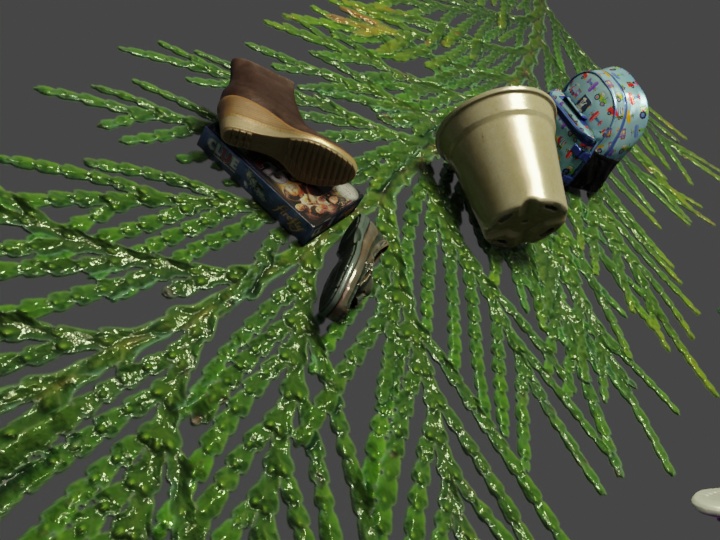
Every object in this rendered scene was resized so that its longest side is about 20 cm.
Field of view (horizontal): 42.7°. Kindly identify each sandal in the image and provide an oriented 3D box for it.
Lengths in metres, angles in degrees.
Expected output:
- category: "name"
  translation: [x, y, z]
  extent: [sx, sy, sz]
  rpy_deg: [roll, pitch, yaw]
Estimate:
- category: "sandal"
  translation: [0.519, 0.323, 1.243]
  extent: [0.201, 0.082, 0.051]
  rpy_deg: [3, 91, -39]

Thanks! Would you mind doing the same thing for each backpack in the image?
- category: "backpack"
  translation: [0.410, -0.268, 1.662]
  extent: [0.133, 0.201, 0.184]
  rpy_deg: [5, 47, -35]

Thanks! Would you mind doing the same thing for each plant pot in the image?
- category: "plant pot"
  translation: [0.230, -0.146, 1.418]
  extent: [0.198, 0.200, 0.186]
  rpy_deg: [7, 57, -33]

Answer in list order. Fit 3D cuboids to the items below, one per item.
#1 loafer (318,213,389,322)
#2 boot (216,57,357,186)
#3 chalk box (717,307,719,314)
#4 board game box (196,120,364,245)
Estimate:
- category: "loafer"
  translation: [0.000, 0.000, 1.159]
  extent: [0.063, 0.072, 0.201]
  rpy_deg: [34, 35, -13]
- category: "boot"
  translation: [-0.093, -0.206, 1.237]
  extent: [0.197, 0.073, 0.168]
  rpy_deg: [19, 42, -16]
- category: "chalk box"
  translation: [0.731, 0.070, 1.627]
  extent: [0.198, 0.124, 0.125]
  rpy_deg: [-12, 59, -44]
- category: "board game box"
  translation: [-0.105, -0.135, 1.242]
  extent: [0.200, 0.035, 0.135]
  rpy_deg: [43, 37, 7]
